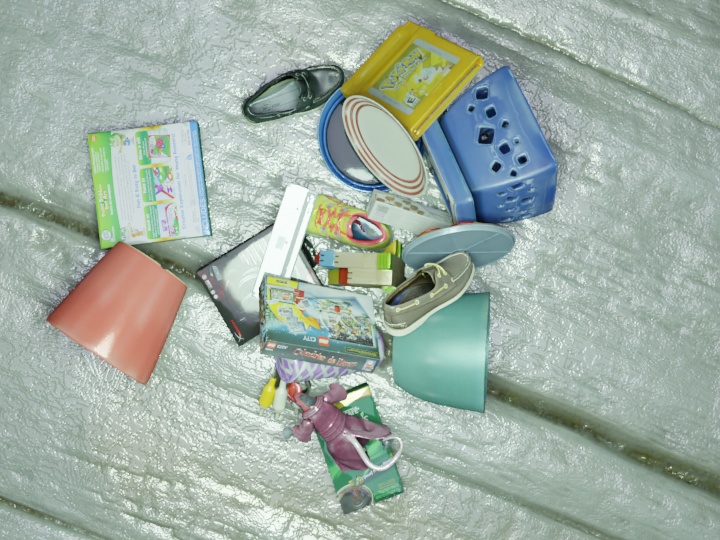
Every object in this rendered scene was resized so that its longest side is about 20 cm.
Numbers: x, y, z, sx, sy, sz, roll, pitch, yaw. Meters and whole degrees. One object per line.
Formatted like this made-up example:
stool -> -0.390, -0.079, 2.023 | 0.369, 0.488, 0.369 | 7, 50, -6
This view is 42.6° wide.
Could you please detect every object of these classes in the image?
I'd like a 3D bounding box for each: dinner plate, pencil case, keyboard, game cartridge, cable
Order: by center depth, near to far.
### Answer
dinner plate -> 0.044, -0.208, 1.524 | 0.024, 0.200, 0.201 | -42, 92, -19
game cartridge -> 0.083, -0.324, 1.544 | 0.177, 0.033, 0.199 | -47, 51, -6
keyboard -> -0.128, -0.044, 1.561 | 0.055, 0.011, 0.204 | 18, 92, -2
pencil case -> -0.052, 0.138, 1.573 | 0.197, 0.084, 0.087 | -4, 56, -35
cable -> -0.128, 0.165, 1.594 | 0.095, 0.051, 0.204 | -2, 120, -12

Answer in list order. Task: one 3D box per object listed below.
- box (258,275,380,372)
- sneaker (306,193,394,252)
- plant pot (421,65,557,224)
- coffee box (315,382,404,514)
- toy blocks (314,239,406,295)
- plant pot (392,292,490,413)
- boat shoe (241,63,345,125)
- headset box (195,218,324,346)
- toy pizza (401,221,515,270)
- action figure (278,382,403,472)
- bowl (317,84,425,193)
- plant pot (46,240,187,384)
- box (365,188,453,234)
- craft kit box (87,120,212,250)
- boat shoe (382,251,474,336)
box -> -0.069, 0.088, 1.521 | 0.196, 0.138, 0.038 | 12, 135, -19
sneaker -> -0.034, -0.087, 1.608 | 0.196, 0.090, 0.080 | 14, 92, -1
plant pot -> 0.210, -0.184, 1.551 | 0.177, 0.200, 0.203 | -23, 71, 3
coffee box -> -0.009, 0.315, 1.636 | 0.120, 0.044, 0.204 | -18, 92, -2
toy blocks -> 0.000, 0.000, 1.574 | 0.133, 0.200, 0.102 | 3, 86, 11
plant pot -> 0.138, 0.135, 1.574 | 0.157, 0.200, 0.206 | 2, 91, 10
boat shoe -> -0.117, -0.312, 1.613 | 0.195, 0.066, 0.076 | -17, 91, -3
headset box -> -0.163, 0.012, 1.605 | 0.197, 0.077, 0.151 | -30, 98, -1
toy pizza -> 0.166, -0.044, 1.573 | 0.195, 0.201, 0.032 | -5, 69, -3
action figure -> -0.048, 0.265, 1.538 | 0.199, 0.149, 0.135 | 40, 83, -23
bowl -> 0.021, -0.238, 1.635 | 0.196, 0.039, 0.206 | 0, 90, -3
plant pot -> -0.395, 0.064, 1.550 | 0.198, 0.200, 0.179 | 33, 79, -3
box -> 0.105, -0.089, 1.610 | 0.196, 0.039, 0.042 | 16, 125, -18
craft kit box -> -0.367, -0.148, 1.615 | 0.193, 0.049, 0.205 | -6, 91, -5
boat shoe -> 0.113, 0.026, 1.514 | 0.199, 0.071, 0.060 | -37, 135, -23
